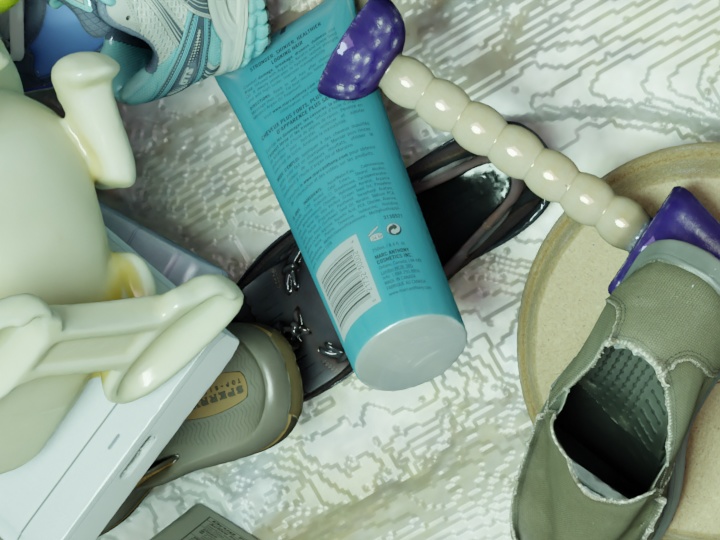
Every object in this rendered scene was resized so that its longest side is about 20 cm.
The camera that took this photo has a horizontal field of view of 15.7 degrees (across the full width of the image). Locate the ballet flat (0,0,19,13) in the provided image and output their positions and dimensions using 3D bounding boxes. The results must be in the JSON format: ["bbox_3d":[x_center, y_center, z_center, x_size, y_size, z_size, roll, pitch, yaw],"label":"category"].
[{"bbox_3d":[-0.150,-0.208,1.161,0.067,0.067,0.200,17,64,-23],"label":"ballet flat"}]

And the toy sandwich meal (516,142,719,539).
[{"bbox_3d":[0.169,0.038,1.167,0.205,0.070,0.206,3,97,23],"label":"toy sandwich meal"}]

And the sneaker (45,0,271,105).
[{"bbox_3d":[-0.097,-0.144,1.130,0.086,0.200,0.078,-34,51,-15],"label":"sneaker"}]

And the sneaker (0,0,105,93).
[{"bbox_3d":[-0.207,-0.118,1.180,0.200,0.146,0.081,4,97,11],"label":"sneaker"}]

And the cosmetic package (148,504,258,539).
[{"bbox_3d":[-0.074,0.177,1.159,0.103,0.200,0.073,32,101,7],"label":"cosmetic package"}]

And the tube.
[{"bbox_3d":[-0.009,-0.039,1.162,0.077,0.050,0.200,-28,54,9],"label":"tube"}]

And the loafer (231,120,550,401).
[{"bbox_3d":[0.000,0.000,1.194,0.200,0.063,0.072,-37,89,13],"label":"loafer"}]

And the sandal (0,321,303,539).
[{"bbox_3d":[-0.114,0.079,1.212,0.200,0.055,0.082,-20,86,33],"label":"sandal"}]

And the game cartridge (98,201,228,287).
[{"bbox_3d":[-0.169,0.016,1.206,0.200,0.041,0.133,28,93,27],"label":"game cartridge"}]

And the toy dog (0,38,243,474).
[{"bbox_3d":[-0.167,-0.025,1.108,0.194,0.139,0.200,-51,59,46],"label":"toy dog"}]

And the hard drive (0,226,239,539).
[{"bbox_3d":[-0.164,0.024,1.167,0.200,0.027,0.132,39,95,27],"label":"hard drive"}]

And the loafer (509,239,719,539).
[{"bbox_3d":[0.100,0.073,1.100,0.075,0.070,0.200,31,134,18],"label":"loafer"}]

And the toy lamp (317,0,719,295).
[{"bbox_3d":[0.077,-0.042,1.117,0.200,0.058,0.058,34,101,7],"label":"toy lamp"}]
